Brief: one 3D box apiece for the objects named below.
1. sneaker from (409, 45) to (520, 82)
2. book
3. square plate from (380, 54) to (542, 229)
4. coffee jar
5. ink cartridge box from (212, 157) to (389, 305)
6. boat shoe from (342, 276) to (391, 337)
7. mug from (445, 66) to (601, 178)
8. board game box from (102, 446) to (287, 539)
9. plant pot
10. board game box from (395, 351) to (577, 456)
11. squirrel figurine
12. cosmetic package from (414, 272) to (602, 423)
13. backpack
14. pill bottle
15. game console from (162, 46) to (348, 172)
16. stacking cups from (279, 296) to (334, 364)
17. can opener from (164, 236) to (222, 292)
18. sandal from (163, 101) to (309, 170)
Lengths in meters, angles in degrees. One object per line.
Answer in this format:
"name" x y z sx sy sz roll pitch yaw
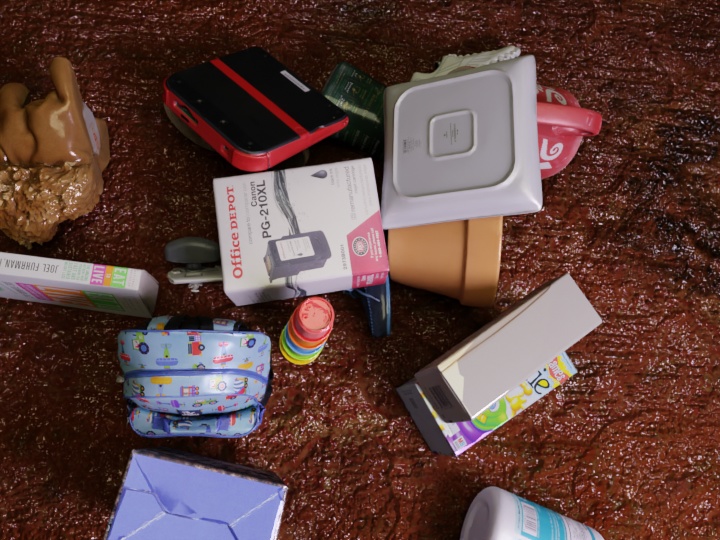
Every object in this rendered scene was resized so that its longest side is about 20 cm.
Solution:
"sneaker" 0.164 -0.309 0.947 0.199 0.075 0.081 -31 75 -17
"book" -0.356 0.012 0.729 0.198 0.134 0.049 7 75 -9
"square plate" 0.113 -0.157 0.734 0.196 0.028 0.202 -5 73 23
"coffee jar" 0.035 -0.213 0.886 0.199 0.085 0.105 27 65 -3
"ink cartridge box" -0.074 -0.046 0.757 0.198 0.084 0.146 -8 78 -4
"boat shoe" 0.000 0.000 0.841 0.068 0.084 0.202 -8 61 -5
"mug" 0.213 -0.217 0.836 0.199 0.177 0.135 2 68 -39
"board game box" -0.172 0.261 0.667 0.158 0.200 0.098 16 73 -7
"plant pot" 0.111 -0.053 0.818 0.138 0.200 0.202 2 75 8
"board game box" 0.165 0.147 0.811 0.199 0.105 0.104 -30 83 -16
"squirrel figurine" -0.423 -0.136 0.756 0.185 0.142 0.202 -11 76 -7
"cosmetic package" 0.171 0.093 0.718 0.199 0.104 0.073 -33 82 -18
"backpack" -0.188 0.122 0.700 0.181 0.200 0.136 3 75 -11
"pill bottle" 0.234 0.362 0.768 0.199 0.111 0.112 25 73 -4
"game console" -0.140 -0.217 0.798 0.200 0.031 0.176 42 52 21
"stacking cups" -0.060 0.074 0.736 0.060 0.200 0.061 3 75 -12
"can opener" -0.158 -0.007 0.808 0.198 0.053 0.067 0 111 -13
"sandal" -0.168 -0.207 0.866 0.210 0.078 0.070 23 40 -3
